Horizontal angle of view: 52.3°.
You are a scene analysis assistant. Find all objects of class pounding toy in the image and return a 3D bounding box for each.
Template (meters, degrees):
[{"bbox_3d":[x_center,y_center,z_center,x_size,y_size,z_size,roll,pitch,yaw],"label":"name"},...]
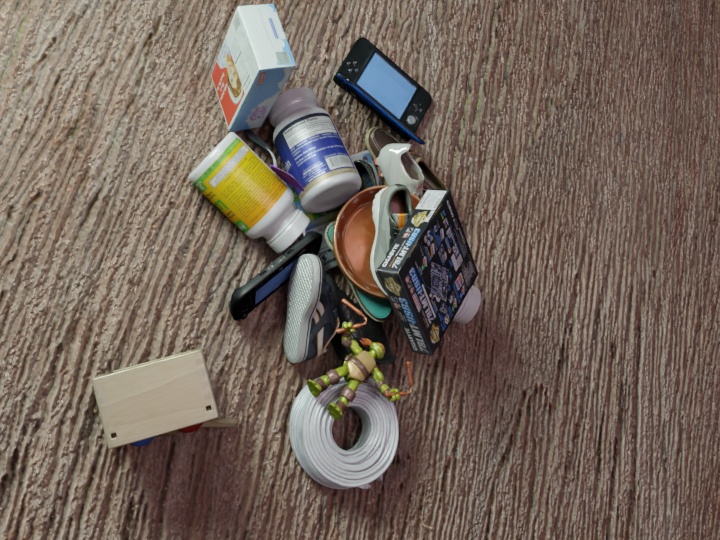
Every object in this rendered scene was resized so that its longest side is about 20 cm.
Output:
[{"bbox_3d":[-0.288,0.203,1.117,0.182,0.200,0.144,-14,88,-14],"label":"pounding toy"}]

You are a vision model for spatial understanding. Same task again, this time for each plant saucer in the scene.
[{"bbox_3d":[0.046,-0.049,1.291,0.198,0.032,0.203,4,77,-15],"label":"plant saucer"}]

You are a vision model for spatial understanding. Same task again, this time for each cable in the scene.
[{"bbox_3d":[-0.027,0.280,1.288,0.198,0.069,0.202,12,76,-25],"label":"cable"}]

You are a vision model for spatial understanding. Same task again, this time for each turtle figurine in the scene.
[{"bbox_3d":[-0.014,0.163,1.249,0.161,0.064,0.201,-38,96,-27],"label":"turtle figurine"}]

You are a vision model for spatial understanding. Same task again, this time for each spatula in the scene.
[{"bbox_3d":[-0.154,-0.194,1.259,0.021,0.200,0.057,-40,142,2],"label":"spatula"}]

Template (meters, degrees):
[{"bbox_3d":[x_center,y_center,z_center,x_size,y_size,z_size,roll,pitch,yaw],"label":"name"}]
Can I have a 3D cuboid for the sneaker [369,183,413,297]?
[{"bbox_3d":[0.058,-0.050,1.237,0.073,0.079,0.203,0,80,-18],"label":"sneaker"}]

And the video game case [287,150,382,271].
[{"bbox_3d":[-0.034,-0.112,1.378,0.199,0.022,0.184,-23,93,-28],"label":"video game case"}]

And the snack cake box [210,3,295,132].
[{"bbox_3d":[-0.184,-0.333,1.226,0.067,0.200,0.116,-15,79,-28],"label":"snack cake box"}]

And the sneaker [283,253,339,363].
[{"bbox_3d":[-0.080,0.061,1.265,0.079,0.078,0.202,-7,122,-35],"label":"sneaker"}]

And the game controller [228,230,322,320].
[{"bbox_3d":[-0.143,0.008,1.249,0.200,0.104,0.042,-41,87,-22],"label":"game controller"}]

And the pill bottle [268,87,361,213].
[{"bbox_3d":[-0.086,-0.214,1.297,0.115,0.116,0.202,-16,73,-28],"label":"pill bottle"}]

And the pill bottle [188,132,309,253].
[{"bbox_3d":[-0.184,-0.126,1.250,0.200,0.111,0.111,44,65,-14],"label":"pill bottle"}]

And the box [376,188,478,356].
[{"bbox_3d":[0.117,0.003,1.226,0.199,0.049,0.201,-55,136,-32],"label":"box"}]

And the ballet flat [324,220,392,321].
[{"bbox_3d":[0.000,0.000,1.319,0.067,0.062,0.201,-27,85,-9],"label":"ballet flat"}]

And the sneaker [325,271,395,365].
[{"bbox_3d":[-0.010,0.089,1.338,0.104,0.060,0.202,-19,90,-35],"label":"sneaker"}]

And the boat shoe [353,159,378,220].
[{"bbox_3d":[0.010,-0.105,1.341,0.068,0.057,0.202,-13,79,15],"label":"boat shoe"}]

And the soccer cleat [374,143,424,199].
[{"bbox_3d":[0.092,-0.146,1.389,0.069,0.077,0.201,-56,130,-47],"label":"soccer cleat"}]

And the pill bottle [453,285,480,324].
[{"bbox_3d":[0.127,0.030,1.388,0.199,0.109,0.110,25,71,-21],"label":"pill bottle"}]

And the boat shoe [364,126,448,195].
[{"bbox_3d":[0.095,-0.208,1.432,0.200,0.072,0.072,47,64,-13],"label":"boat shoe"}]

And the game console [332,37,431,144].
[{"bbox_3d":[0.058,-0.348,1.411,0.199,0.118,0.172,36,67,-18],"label":"game console"}]
